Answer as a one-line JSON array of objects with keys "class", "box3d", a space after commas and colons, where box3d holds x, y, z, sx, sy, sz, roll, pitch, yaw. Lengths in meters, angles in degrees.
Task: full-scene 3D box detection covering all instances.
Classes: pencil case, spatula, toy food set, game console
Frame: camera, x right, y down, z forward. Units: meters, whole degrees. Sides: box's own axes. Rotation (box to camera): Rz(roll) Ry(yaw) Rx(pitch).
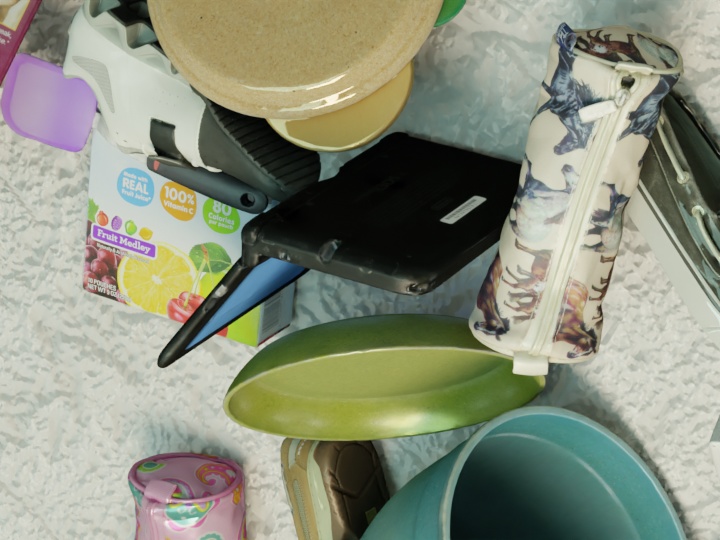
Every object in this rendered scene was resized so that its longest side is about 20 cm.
[{"class": "pencil case", "box3d": [-0.123, 0.228, 1.720, 0.087, 0.087, 0.200, 14, 114, 24]}, {"class": "spatula", "box3d": [-0.146, -0.081, 1.588, 0.200, 0.021, 0.057, 26, 114, 19]}, {"class": "toy food set", "box3d": [-0.033, -0.184, 1.487, 0.200, 0.049, 0.198, 28, 88, 19]}, {"class": "game console", "box3d": [0.000, 0.000, 1.493, 0.176, 0.200, 0.116, 16, 117, 23]}, {"class": "pencil case", "box3d": [0.123, -0.041, 1.408, 0.078, 0.089, 0.200, 17, 107, 6]}]

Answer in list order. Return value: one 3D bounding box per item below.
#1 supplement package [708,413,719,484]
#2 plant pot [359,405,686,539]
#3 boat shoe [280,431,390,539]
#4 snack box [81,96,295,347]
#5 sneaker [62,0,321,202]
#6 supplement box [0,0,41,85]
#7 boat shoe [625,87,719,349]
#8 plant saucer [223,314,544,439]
[{"class": "supplement package", "box3d": [0.299, 0.082, 1.330, 0.151, 0.200, 0.152, 1, 131, 28]}, {"class": "plant pot", "box3d": [0.076, 0.209, 1.546, 0.188, 0.200, 0.200, -31, 92, 47]}, {"class": "boat shoe", "box3d": [-0.011, 0.203, 1.665, 0.076, 0.072, 0.200, -2, 100, 45]}, {"class": "snack box", "box3d": [-0.108, -0.064, 1.617, 0.142, 0.053, 0.200, 17, 115, 22]}, {"class": "sneaker", "box3d": [-0.109, -0.096, 1.537, 0.200, 0.074, 0.089, 43, 124, 21]}, {"class": "supplement box", "box3d": [-0.291, -0.150, 1.576, 0.131, 0.103, 0.200, 28, 80, -13]}, {"class": "boat shoe", "box3d": [0.215, -0.018, 1.442, 0.064, 0.071, 0.200, -39, 86, 35]}, {"class": "plant saucer", "box3d": [0.014, 0.065, 1.526, 0.200, 0.200, 0.031, -17, 68, 33]}]
